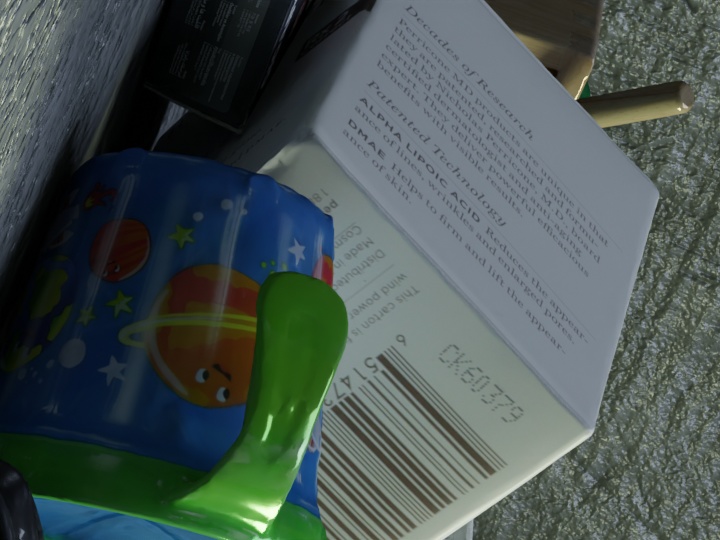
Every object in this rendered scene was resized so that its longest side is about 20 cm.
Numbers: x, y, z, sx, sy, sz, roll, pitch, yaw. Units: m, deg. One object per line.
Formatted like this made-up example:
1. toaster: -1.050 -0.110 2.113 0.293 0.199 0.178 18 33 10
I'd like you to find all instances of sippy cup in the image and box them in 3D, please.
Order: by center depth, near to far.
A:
1. sippy cup: -0.068 0.032 1.048 0.140 0.177 0.131 38 61 -60

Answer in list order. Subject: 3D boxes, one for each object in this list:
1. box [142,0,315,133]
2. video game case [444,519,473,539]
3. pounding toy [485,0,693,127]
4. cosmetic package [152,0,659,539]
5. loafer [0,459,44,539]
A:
1. box: -0.015 -0.176 1.160 0.159 0.046 0.201 -65 179 -55
2. video game case: 0.030 0.161 1.365 0.143 0.017 0.201 123 -28 -77
3. pounding toy: 0.045 -0.093 1.468 0.143 0.199 0.185 -77 -173 -47
4. cosmetic package: 0.000 0.000 1.219 0.165 0.165 0.200 -37 -165 27
5. loafer: -0.127 0.143 0.989 0.070 0.068 0.202 -48 146 -56
